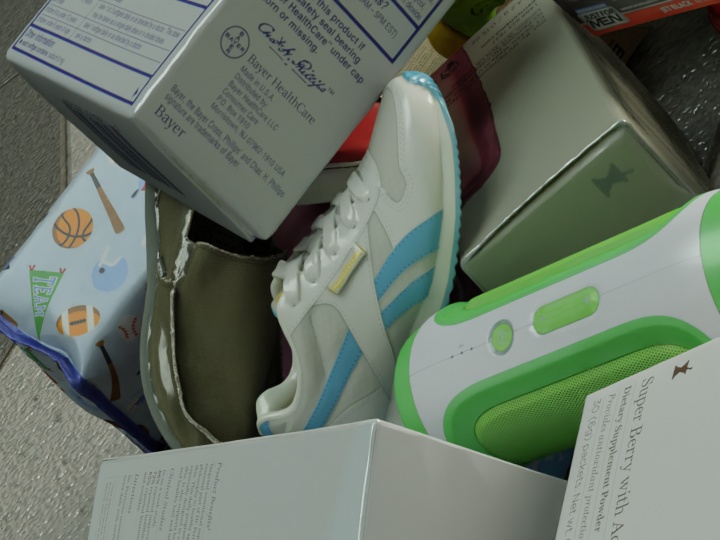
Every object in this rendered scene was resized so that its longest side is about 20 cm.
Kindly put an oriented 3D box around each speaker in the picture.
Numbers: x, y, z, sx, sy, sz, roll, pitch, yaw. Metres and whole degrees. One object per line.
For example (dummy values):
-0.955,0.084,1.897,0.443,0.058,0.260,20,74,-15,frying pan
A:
0.108,0.031,0.876,0.199,0.088,0.089,-26,31,41,speaker

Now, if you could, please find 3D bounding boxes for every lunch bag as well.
-0.118,0.023,1.251,0.123,0.200,0.170,35,79,27,lunch bag

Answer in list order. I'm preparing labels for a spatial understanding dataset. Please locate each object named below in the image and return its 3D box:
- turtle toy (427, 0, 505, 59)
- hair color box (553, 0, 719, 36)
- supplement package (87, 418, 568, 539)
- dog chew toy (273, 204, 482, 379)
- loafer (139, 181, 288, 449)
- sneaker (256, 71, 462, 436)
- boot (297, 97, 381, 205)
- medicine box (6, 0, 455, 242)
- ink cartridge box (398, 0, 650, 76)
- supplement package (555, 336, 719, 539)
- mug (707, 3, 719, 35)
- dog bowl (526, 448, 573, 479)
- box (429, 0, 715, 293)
0.078,-0.230,1.184,0.146,0.101,0.201,-44,17,56,turtle toy
0.172,-0.226,1.021,0.111,0.064,0.201,-5,52,61,hair color box
-0.010,0.162,0.848,0.199,0.150,0.153,-13,64,49,supplement package
0.003,0.012,1.116,0.125,0.124,0.200,-53,19,-16,dog chew toy
-0.078,0.013,1.069,0.070,0.075,0.202,-42,53,53,loafer
0.000,0.000,0.976,0.077,0.080,0.202,-118,38,-74,sneaker
-0.009,-0.115,1.102,0.072,0.146,0.200,-2,12,-5,boot
-0.059,-0.140,1.025,0.200,0.103,0.182,-51,32,-7,medicine box
0.067,-0.100,1.256,0.201,0.075,0.164,-56,25,-17,ink cartridge box
0.178,0.088,0.692,0.199,0.120,0.122,-29,32,42,supplement package
0.270,-0.190,0.997,0.176,0.134,0.201,14,54,29,mug
0.027,0.117,1.028,0.199,0.050,0.112,-37,26,20,dog bowl
0.113,-0.044,1.040,0.109,0.128,0.200,-40,25,14,box
